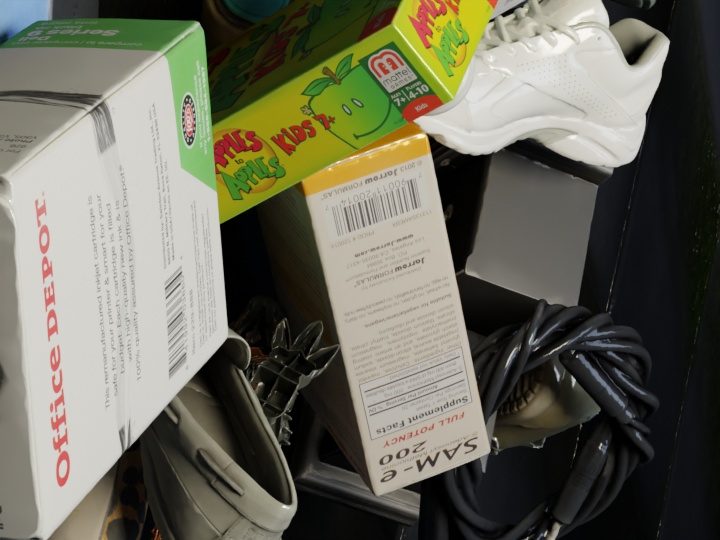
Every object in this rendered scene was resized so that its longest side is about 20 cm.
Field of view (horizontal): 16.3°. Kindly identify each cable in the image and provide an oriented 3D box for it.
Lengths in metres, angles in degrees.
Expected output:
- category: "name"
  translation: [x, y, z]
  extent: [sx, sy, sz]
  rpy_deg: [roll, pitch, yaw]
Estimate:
- category: "cable"
  translation: [0.108, 0.099, 1.459]
  extent: [0.162, 0.051, 0.201]
  rpy_deg: [-19, 133, -24]

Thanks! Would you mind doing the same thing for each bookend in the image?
- category: "bookend"
  translation: [0.051, 0.032, 1.502]
  extent: [0.199, 0.092, 0.201]
  rpy_deg: [-29, -134, 61]

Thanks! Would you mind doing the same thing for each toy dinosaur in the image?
- category: "toy dinosaur"
  translation: [-0.070, 0.085, 1.308]
  extent: [0.136, 0.101, 0.201]
  rpy_deg: [102, -14, -46]

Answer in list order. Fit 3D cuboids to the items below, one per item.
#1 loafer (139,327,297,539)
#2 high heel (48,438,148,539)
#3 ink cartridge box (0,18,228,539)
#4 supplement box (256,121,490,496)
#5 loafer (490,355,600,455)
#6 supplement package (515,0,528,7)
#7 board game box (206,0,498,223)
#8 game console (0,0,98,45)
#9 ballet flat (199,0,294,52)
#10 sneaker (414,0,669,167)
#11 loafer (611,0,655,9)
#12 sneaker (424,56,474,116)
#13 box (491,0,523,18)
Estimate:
- category: "loafer"
  translation: [-0.079, 0.043, 1.151]
  extent: [0.070, 0.070, 0.201]
  rpy_deg: [2, 55, -48]
- category: "high heel"
  translation: [-0.118, 0.148, 1.179]
  extent: [0.142, 0.071, 0.201]
  rpy_deg: [-28, 114, -63]
- category: "ink cartridge box"
  translation: [-0.127, -0.003, 0.987]
  extent: [0.200, 0.083, 0.147]
  rpy_deg: [-50, 140, -63]
- category: "supplement box"
  translation: [0.000, 0.000, 1.338]
  extent: [0.126, 0.073, 0.201]
  rpy_deg: [-129, -157, -56]
- category: "loafer"
  translation: [0.088, 0.083, 1.595]
  extent: [0.200, 0.068, 0.076]
  rpy_deg: [-8, -117, 64]
- category: "supplement package"
  translation: [0.043, -0.254, 1.430]
  extent: [0.113, 0.109, 0.201]
  rpy_deg: [3, 85, -31]
- category: "board game box"
  translation: [-0.030, -0.086, 1.197]
  extent: [0.048, 0.199, 0.102]
  rpy_deg: [48, 38, -21]
- category: "game console"
  translation: [-0.158, -0.056, 1.062]
  extent: [0.200, 0.031, 0.178]
  rpy_deg: [12, 84, -74]
- category: "ballet flat"
  translation: [-0.049, -0.192, 1.357]
  extent: [0.063, 0.068, 0.201]
  rpy_deg: [121, -10, -57]
- category: "sneaker"
  translation: [0.088, -0.119, 1.382]
  extent: [0.199, 0.078, 0.100]
  rpy_deg: [1, 124, -40]
- category: "loafer"
  translation: [0.118, -0.203, 1.334]
  extent: [0.200, 0.072, 0.063]
  rpy_deg: [33, 80, -55]
- category: "sneaker"
  translation: [-0.012, -0.163, 1.234]
  extent: [0.201, 0.074, 0.082]
  rpy_deg: [57, 10, 0]
- category: "box"
  translation: [0.029, -0.227, 1.213]
  extent: [0.201, 0.036, 0.144]
  rpy_deg: [57, -11, 6]
